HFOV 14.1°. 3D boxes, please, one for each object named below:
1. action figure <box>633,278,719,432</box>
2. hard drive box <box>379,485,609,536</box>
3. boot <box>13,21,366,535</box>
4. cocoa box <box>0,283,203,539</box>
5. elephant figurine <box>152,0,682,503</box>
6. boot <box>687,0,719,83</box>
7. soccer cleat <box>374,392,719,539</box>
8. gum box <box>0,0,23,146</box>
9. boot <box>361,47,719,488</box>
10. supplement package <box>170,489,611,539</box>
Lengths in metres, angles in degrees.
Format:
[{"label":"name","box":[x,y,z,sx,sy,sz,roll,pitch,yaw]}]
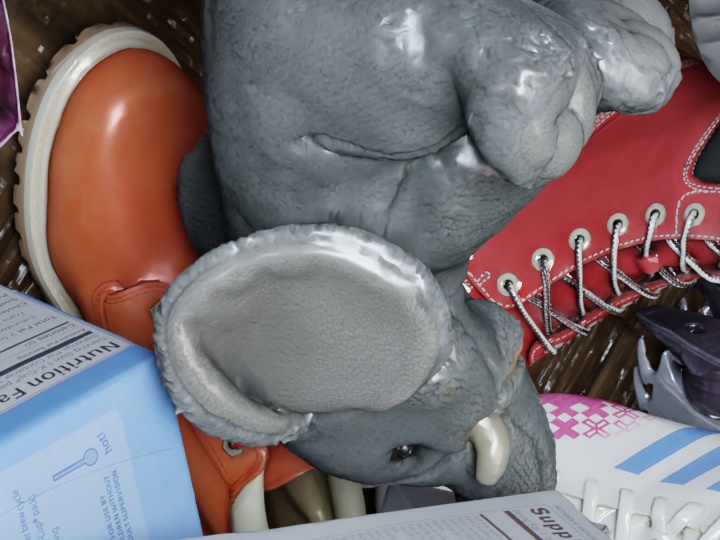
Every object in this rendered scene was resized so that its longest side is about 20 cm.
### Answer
[{"label":"action figure","box":[0.135,0.105,1.142,0.130,0.069,0.201,-20,120,-44]},{"label":"hard drive box","box":[0.028,0.188,0.968,0.200,0.076,0.157,87,17,-58]},{"label":"boot","box":[-0.046,0.021,0.921,0.075,0.107,0.201,-26,118,-30]},{"label":"cocoa box","box":[-0.125,0.119,0.862,0.133,0.131,0.201,-29,121,-32]},{"label":"elephant figurine","box":[0.000,0.000,0.831,0.141,0.155,0.201,-10,128,-54]},{"label":"boot","box":[0.144,-0.167,0.988,0.138,0.077,0.201,-42,138,-72]},{"label":"soccer cleat","box":[0.105,0.089,1.034,0.199,0.086,0.070,3,110,-3]},{"label":"gum box","box":[-0.142,-0.130,0.766,0.066,0.114,0.201,-13,116,-9]},{"label":"boot","box":[0.077,0.004,0.999,0.200,0.144,0.072,-51,132,-16]},{"label":"supplement package","box":[-0.014,0.138,0.765,0.199,0.114,0.110,-5,110,-22]}]
